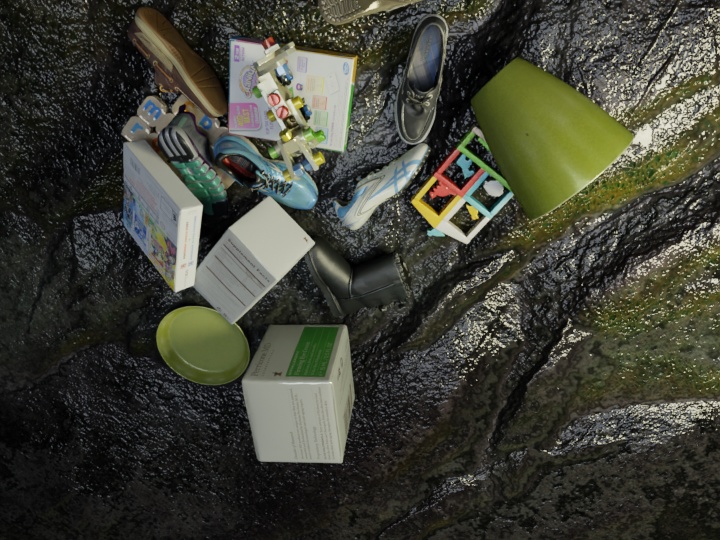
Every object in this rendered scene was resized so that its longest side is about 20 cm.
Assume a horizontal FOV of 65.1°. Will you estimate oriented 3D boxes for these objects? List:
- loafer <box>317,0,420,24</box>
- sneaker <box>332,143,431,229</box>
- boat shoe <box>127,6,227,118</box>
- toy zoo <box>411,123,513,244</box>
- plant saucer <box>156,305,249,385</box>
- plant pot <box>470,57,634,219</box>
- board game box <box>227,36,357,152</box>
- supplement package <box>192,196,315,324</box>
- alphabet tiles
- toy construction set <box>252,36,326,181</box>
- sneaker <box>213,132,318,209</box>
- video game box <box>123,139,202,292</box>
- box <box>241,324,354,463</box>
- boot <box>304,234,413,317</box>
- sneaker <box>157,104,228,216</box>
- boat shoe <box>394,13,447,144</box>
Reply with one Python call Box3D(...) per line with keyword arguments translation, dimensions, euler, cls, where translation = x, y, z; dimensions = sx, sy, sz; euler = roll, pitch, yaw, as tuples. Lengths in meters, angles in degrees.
Box3D(translation=(0.030, -0.418, 0.824), dimensions=(0.200, 0.068, 0.076), euler=(-18, 117, -2), cls="loafer")
Box3D(translation=(0.034, -0.151, 0.963), dimensions=(0.200, 0.072, 0.072), euler=(-39, 99, 20), cls="sneaker")
Box3D(translation=(-0.299, -0.321, 0.913), dimensions=(0.072, 0.072, 0.200), euler=(-34, 103, 31), cls="boat shoe")
Box3D(translation=(0.181, -0.134, 0.979), dimensions=(0.131, 0.020, 0.200), euler=(35, 116, -12), cls="toy zoo")
Box3D(translation=(-0.327, 0.154, 1.189), dimensions=(0.199, 0.031, 0.200), euler=(3, 117, 5), cls="plant saucer")
Box3D(translation=(0.266, -0.213, 0.854), dimensions=(0.187, 0.187, 0.200), euler=(-42, 91, 24), cls="plant pot")
Box3D(translation=(-0.114, -0.287, 0.923), dimensions=(0.199, 0.040, 0.153), euler=(10, 119, 2), cls="board game box")
Box3D(translation=(-0.194, -0.014, 0.991), dimensions=(0.117, 0.117, 0.200), euler=(46, 135, -5), cls="supplement package")
Box3D(translation=(-0.318, -0.209, 1.004), dimensions=(0.200, 0.015, 0.196), euler=(42, 115, -15), cls="alphabet tiles")
Box3D(translation=(-0.115, -0.244, 0.848), dimensions=(0.092, 0.131, 0.200), euler=(-9, 116, 11), cls="toy construction set")
Box3D(translation=(-0.165, -0.153, 0.967), dimensions=(0.200, 0.090, 0.078), euler=(26, 118, -18), cls="sneaker")
Box3D(translation=(-0.346, -0.094, 0.973), dimensions=(0.200, 0.047, 0.182), euler=(45, 134, 26), cls="video game box")
Box3D(translation=(-0.112, 0.236, 1.111), dimensions=(0.171, 0.199, 0.200), euler=(-2, 116, 8), cls="box")
Box3D(translation=(0.000, 0.000, 1.044), dimensions=(0.162, 0.073, 0.199), euler=(-15, 122, 17), cls="boot")
Box3D(translation=(-0.269, -0.183, 0.972), dimensions=(0.074, 0.088, 0.200), euler=(2, 143, 14), cls="sneaker")
Box3D(translation=(0.097, -0.290, 0.881), dimensions=(0.070, 0.066, 0.200), euler=(14, 118, -1), cls="boat shoe")
